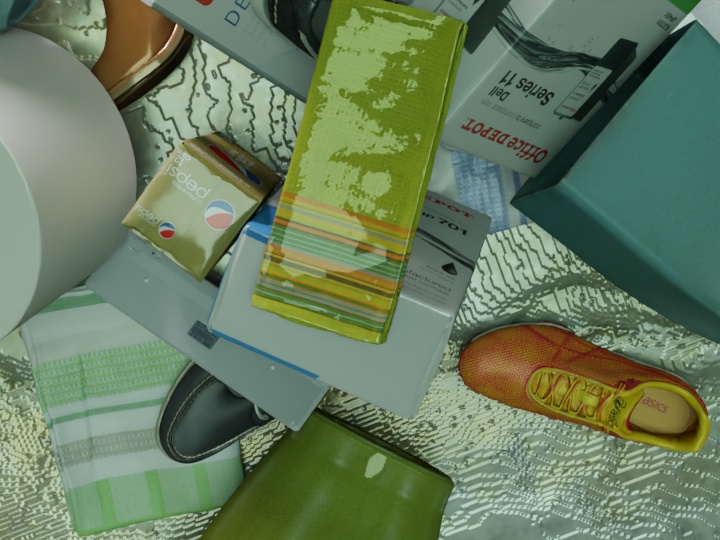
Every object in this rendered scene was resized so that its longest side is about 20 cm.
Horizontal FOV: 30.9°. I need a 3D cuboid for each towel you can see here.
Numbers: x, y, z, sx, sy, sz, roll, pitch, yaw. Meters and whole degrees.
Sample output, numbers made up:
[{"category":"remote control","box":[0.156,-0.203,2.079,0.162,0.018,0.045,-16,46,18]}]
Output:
[{"category":"towel","box":[-0.001,-0.062,0.780,0.086,0.018,0.201,15,92,3]},{"category":"towel","box":[-0.175,0.100,1.010,0.149,0.031,0.201,-11,100,1]},{"category":"towel","box":[0.106,-0.103,0.989,0.199,0.024,0.148,-11,101,0]}]

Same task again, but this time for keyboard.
[{"category":"keyboard","box":[-0.111,0.042,0.962,0.200,0.011,0.056,33,79,14]}]

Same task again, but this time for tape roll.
[{"category":"tape roll","box":[-0.273,-0.057,0.894,0.202,0.139,0.204,7,113,16]}]

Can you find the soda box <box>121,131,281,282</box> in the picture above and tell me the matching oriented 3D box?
[{"category":"soda box","box":[-0.104,-0.049,0.900,0.064,0.200,0.068,37,97,-4]}]

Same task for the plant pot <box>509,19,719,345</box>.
[{"category":"plant pot","box":[0.233,-0.039,0.885,0.200,0.141,0.141,41,85,-4]}]

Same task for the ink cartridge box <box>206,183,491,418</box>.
[{"category":"ink cartridge box","box":[0.000,0.000,0.897,0.146,0.200,0.086,23,115,3]}]

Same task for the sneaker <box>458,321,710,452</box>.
[{"category":"sneaker","box":[0.174,0.087,0.997,0.199,0.077,0.073,12,101,-2]}]

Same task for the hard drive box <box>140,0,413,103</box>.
[{"category":"hard drive box","box":[-0.053,-0.213,0.881,0.200,0.077,0.156,25,100,-49]}]

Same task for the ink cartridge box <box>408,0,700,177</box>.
[{"category":"ink cartridge box","box":[0.122,-0.166,0.832,0.200,0.146,0.083,-48,60,21]}]

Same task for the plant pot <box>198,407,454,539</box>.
[{"category":"plant pot","box":[-0.027,0.212,0.967,0.200,0.200,0.193,27,86,-6]}]

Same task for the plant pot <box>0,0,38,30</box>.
[{"category":"plant pot","box":[-0.266,-0.237,0.864,0.135,0.200,0.200,33,97,-8]}]

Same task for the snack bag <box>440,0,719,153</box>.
[{"category":"snack bag","box":[0.178,-0.153,0.962,0.199,0.021,0.189,16,100,-8]}]

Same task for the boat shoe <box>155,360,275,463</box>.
[{"category":"boat shoe","box":[-0.072,0.076,0.979,0.200,0.063,0.073,-40,109,-4]}]

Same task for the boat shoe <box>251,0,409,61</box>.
[{"category":"boat shoe","box":[0.010,-0.149,0.880,0.200,0.060,0.076,14,109,-48]}]

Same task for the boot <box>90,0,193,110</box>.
[{"category":"boot","box":[-0.176,-0.220,0.934,0.155,0.077,0.200,41,100,-5]}]
